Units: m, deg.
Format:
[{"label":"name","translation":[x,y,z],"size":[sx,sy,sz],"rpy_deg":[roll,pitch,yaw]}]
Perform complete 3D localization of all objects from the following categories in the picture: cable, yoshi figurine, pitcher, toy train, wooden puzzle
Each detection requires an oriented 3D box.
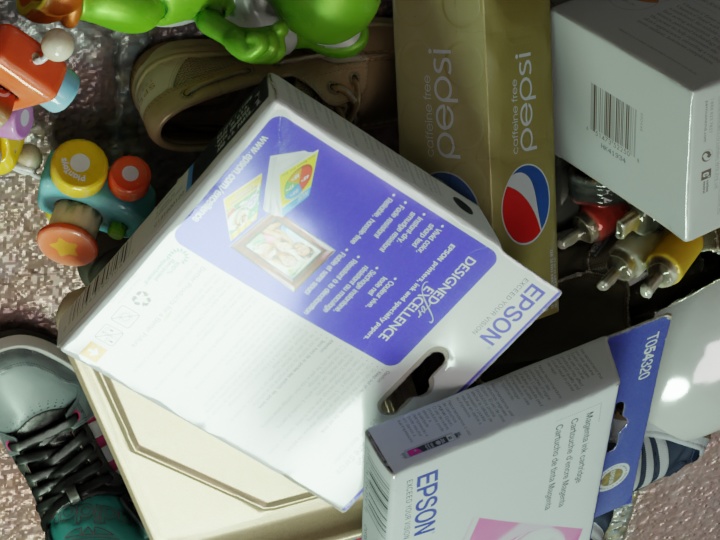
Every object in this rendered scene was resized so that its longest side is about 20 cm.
[{"label":"cable","translation":[0.199,-0.052,1.112],"size":[0.200,0.097,0.050],"rpy_deg":[-28,136,-31]},{"label":"yoshi figurine","translation":[-0.071,-0.159,0.981],"size":[0.200,0.112,0.113],"rpy_deg":[9,115,-28]},{"label":"pitcher","translation":[0.222,-0.004,1.219],"size":[0.171,0.121,0.200],"rpy_deg":[31,102,-16]},{"label":"toy train","translation":[-0.166,-0.059,1.000],"size":[0.150,0.056,0.200],"rpy_deg":[-4,149,41]},{"label":"wooden puzzle","translation":[-0.061,0.077,1.105],"size":[0.185,0.037,0.200],"rpy_deg":[-16,114,6]}]

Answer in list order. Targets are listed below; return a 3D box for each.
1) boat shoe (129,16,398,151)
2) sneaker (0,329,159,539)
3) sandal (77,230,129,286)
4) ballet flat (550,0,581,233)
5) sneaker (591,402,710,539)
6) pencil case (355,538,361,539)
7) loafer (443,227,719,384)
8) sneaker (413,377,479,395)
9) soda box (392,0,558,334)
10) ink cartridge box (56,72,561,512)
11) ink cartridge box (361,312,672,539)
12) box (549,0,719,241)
[{"label":"boat shoe","translation":[-0.029,-0.097,1.073],"size":[0.199,0.065,0.071],"rpy_deg":[-8,129,-14]},{"label":"sneaker","translation":[-0.179,0.137,1.169],"size":[0.083,0.121,0.200],"rpy_deg":[-27,131,2]},{"label":"sandal","translation":[-0.103,0.039,1.160],"size":[0.082,0.055,0.200],"rpy_deg":[-31,134,6]},{"label":"ballet flat","translation":[0.096,-0.077,1.131],"size":[0.064,0.067,0.200],"rpy_deg":[-25,130,-30]},{"label":"sneaker","translation":[0.170,0.142,1.286],"size":[0.200,0.070,0.109],"rpy_deg":[15,96,-57]},{"label":"pencil case","translation":[-0.030,0.149,1.237],"size":[0.087,0.078,0.200],"rpy_deg":[-20,144,-6]},{"label":"loafer","translation":[0.141,0.014,1.135],"size":[0.200,0.070,0.075],"rpy_deg":[-33,138,8]},{"label":"sneaker","translation":[0.058,0.091,1.259],"size":[0.106,0.075,0.200],"rpy_deg":[-32,140,1]},{"label":"soda box","translation":[0.066,-0.070,1.051],"size":[0.064,0.068,0.201],"rpy_deg":[-17,109,-46]},{"label":"ink cartridge box","translation":[-0.028,0.018,1.022],"size":[0.200,0.043,0.198],"rpy_deg":[33,116,-22]},{"label":"ink cartridge box","translation":[0.096,0.130,1.106],"size":[0.200,0.043,0.197],"rpy_deg":[-19,142,-16]},{"label":"box","translation":[0.223,-0.116,1.072],"size":[0.200,0.124,0.098],"rpy_deg":[-23,129,-24]}]
